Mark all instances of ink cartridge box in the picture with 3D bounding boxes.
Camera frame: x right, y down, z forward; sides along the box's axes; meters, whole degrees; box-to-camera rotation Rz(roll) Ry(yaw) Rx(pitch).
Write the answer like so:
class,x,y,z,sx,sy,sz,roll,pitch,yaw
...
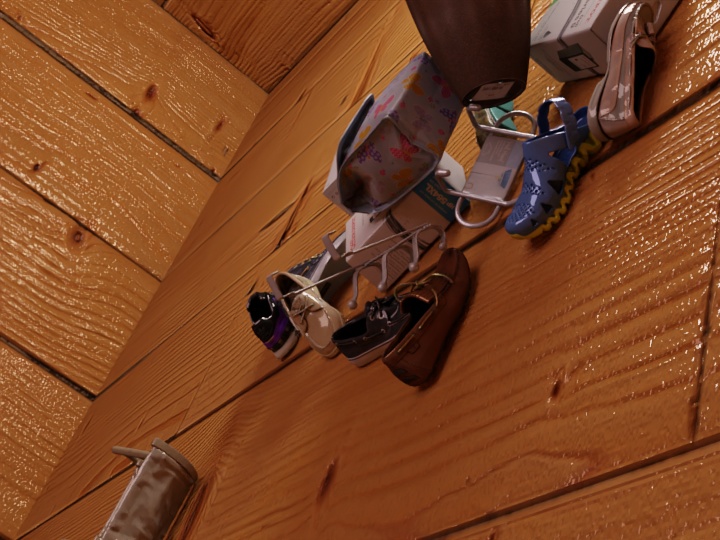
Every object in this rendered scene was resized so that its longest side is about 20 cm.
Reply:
class,x,y,z,sx,sy,sz,roll,pitch,yaw
ink cartridge box,0.327,-0.344,1.423,0.147,0.084,0.200,-56,16,-7
ink cartridge box,0.068,-0.087,1.612,0.200,0.084,0.146,-46,19,19

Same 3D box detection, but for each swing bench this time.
class,x,y,z,sx,sy,sz,roll,pitch,yaw
swing bench,-0.383,0.409,1.787,0.199,0.130,0.200,-19,37,53

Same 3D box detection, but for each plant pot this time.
class,x,y,z,sx,sy,sz,roll,pitch,yaw
plant pot,0.163,-0.336,1.467,0.186,0.185,0.202,-31,65,51

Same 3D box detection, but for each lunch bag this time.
class,x,y,z,sx,sy,sz,roll,pitch,yaw
lunch bag,0.045,-0.191,1.534,0.200,0.127,0.170,-41,17,49

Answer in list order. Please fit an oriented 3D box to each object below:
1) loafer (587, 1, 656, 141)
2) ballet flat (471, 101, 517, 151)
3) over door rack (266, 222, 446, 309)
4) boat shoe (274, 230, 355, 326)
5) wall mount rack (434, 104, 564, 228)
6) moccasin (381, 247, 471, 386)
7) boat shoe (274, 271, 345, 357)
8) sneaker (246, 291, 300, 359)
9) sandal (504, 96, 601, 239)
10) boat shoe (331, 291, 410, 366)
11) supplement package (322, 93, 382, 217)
class,x,y,z,sx,sy,sz,roll,pitch,yaw
loafer,0.331,-0.242,1.265,0.062,0.072,0.202,-5,55,46
ballet flat,0.196,-0.225,1.586,0.071,0.070,0.201,-46,19,23
over door rack,0.000,0.000,1.346,0.199,0.067,0.147,-7,-18,-41
boat shoe,-0.073,-0.002,1.800,0.201,0.071,0.091,-54,45,3
wall mount rack,0.201,-0.150,1.410,0.172,0.075,0.201,13,65,30
moccasin,0.080,0.048,1.322,0.074,0.077,0.202,-31,25,58
boat shoe,-0.084,0.067,1.674,0.072,0.065,0.200,-51,38,12
sneaker,-0.154,0.064,1.885,0.070,0.099,0.201,-43,20,22
sandal,0.223,-0.129,1.274,0.079,0.087,0.201,-1,56,60
boat shoe,0.028,0.067,1.446,0.200,0.066,0.070,-34,25,48
supplement package,0.034,-0.206,1.899,0.156,0.110,0.201,-42,20,33
